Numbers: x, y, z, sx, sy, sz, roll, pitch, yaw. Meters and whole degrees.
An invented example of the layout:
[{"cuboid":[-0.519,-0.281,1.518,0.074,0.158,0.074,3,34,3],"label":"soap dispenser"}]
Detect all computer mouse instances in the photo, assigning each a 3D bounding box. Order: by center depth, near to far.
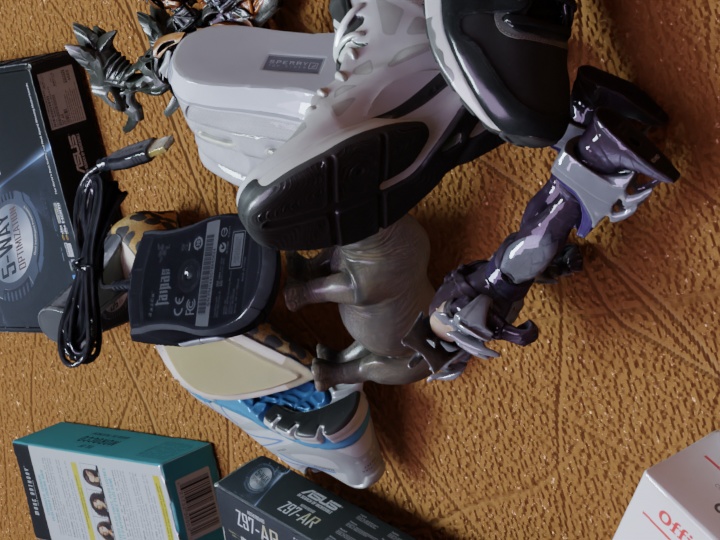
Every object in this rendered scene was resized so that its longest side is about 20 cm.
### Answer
[{"cuboid":[-0.106,-0.017,1.302,0.199,0.046,0.141,-13,67,43],"label":"computer mouse"}]

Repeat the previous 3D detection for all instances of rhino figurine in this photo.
[{"cuboid":[0.000,0.000,1.246,0.200,0.087,0.060,73,-171,-47],"label":"rhino figurine"}]

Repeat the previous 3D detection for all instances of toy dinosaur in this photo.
[{"cuboid":[-0.099,-0.143,1.331,0.135,0.102,0.201,-11,77,35],"label":"toy dinosaur"}]

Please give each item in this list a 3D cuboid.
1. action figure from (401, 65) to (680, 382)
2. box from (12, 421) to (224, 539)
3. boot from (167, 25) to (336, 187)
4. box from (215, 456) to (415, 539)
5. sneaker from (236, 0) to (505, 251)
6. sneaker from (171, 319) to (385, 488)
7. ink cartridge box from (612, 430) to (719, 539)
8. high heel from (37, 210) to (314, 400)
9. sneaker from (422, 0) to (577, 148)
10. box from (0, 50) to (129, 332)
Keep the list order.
[{"cuboid":[0.090,-0.008,1.141,0.069,0.130,0.200,33,122,-3],"label":"action figure"},{"cuboid":[-0.180,0.166,1.600,0.200,0.049,0.083,3,109,49],"label":"box"},{"cuboid":[-0.013,-0.085,1.257,0.199,0.074,0.096,12,143,22],"label":"boot"},{"cuboid":[-0.006,0.229,1.400,0.200,0.043,0.161,23,132,42],"label":"box"},{"cuboid":[-0.003,-0.091,1.156,0.115,0.200,0.076,45,152,32],"label":"sneaker"},{"cuboid":[-0.054,0.091,1.404,0.200,0.075,0.087,31,156,50],"label":"sneaker"},{"cuboid":[0.192,0.171,1.146,0.116,0.067,0.201,43,135,29],"label":"ink cartridge box"},{"cuboid":[-0.093,0.012,1.395,0.199,0.143,0.072,13,129,23],"label":"high heel"},{"cuboid":[0.080,-0.164,1.084,0.087,0.075,0.201,-31,64,46],"label":"sneaker"},{"cuboid":[-0.243,-0.055,1.574,0.160,0.043,0.201,0,107,49],"label":"box"}]
